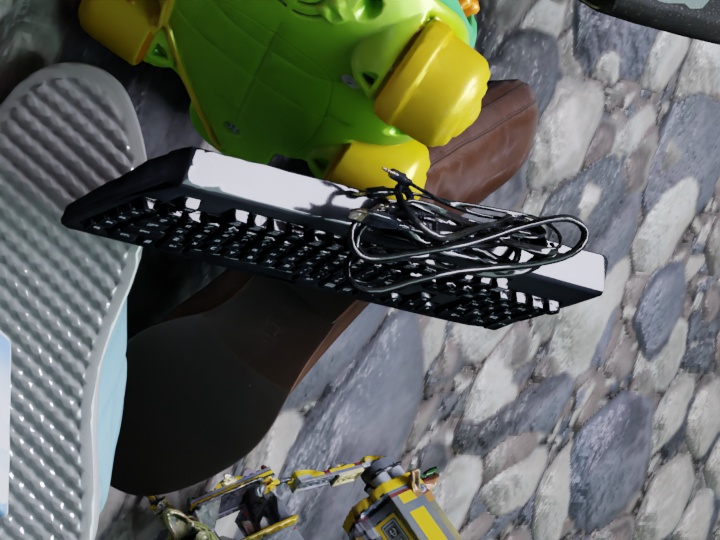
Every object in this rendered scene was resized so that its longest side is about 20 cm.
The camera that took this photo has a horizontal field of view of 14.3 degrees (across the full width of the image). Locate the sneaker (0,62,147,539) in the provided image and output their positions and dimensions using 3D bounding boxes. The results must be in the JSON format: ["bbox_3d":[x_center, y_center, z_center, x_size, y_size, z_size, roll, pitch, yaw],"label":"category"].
[{"bbox_3d":[-0.120,0.018,1.069,0.082,0.073,0.202,-103,-156,-78],"label":"sneaker"}]

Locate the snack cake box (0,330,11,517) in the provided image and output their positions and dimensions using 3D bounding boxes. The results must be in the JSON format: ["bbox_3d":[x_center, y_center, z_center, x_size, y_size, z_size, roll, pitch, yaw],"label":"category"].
[{"bbox_3d":[-0.200,0.019,0.871,0.200,0.114,0.068,50,33,-57],"label":"snack cake box"}]

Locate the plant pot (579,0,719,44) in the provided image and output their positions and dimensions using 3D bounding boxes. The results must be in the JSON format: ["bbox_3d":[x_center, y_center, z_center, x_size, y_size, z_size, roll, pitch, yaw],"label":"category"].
[{"bbox_3d":[0.131,-0.199,1.149,0.177,0.200,0.201,-11,125,-36],"label":"plant pot"}]

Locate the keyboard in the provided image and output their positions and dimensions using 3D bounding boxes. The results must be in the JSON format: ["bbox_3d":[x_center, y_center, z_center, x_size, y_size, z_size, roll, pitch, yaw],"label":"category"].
[{"bbox_3d":[0.000,0.000,1.018,0.199,0.104,0.040,12,65,-36],"label":"keyboard"}]

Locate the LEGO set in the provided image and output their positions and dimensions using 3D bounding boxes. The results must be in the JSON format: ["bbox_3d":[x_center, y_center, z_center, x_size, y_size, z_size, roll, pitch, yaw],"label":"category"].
[{"bbox_3d":[-0.066,0.124,1.159,0.199,0.116,0.154,-26,156,-26],"label":"LEGO set"}]

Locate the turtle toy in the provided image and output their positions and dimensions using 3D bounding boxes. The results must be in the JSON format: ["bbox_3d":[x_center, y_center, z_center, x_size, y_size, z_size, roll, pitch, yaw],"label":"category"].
[{"bbox_3d":[-0.019,-0.096,1.040,0.101,0.145,0.200,-55,180,-25],"label":"turtle toy"}]

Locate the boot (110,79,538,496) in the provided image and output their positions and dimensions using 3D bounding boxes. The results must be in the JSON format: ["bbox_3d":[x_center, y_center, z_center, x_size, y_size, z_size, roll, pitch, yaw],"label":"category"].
[{"bbox_3d":[-0.016,0.001,1.200,0.186,0.064,0.200,-40,-178,27],"label":"boot"}]
